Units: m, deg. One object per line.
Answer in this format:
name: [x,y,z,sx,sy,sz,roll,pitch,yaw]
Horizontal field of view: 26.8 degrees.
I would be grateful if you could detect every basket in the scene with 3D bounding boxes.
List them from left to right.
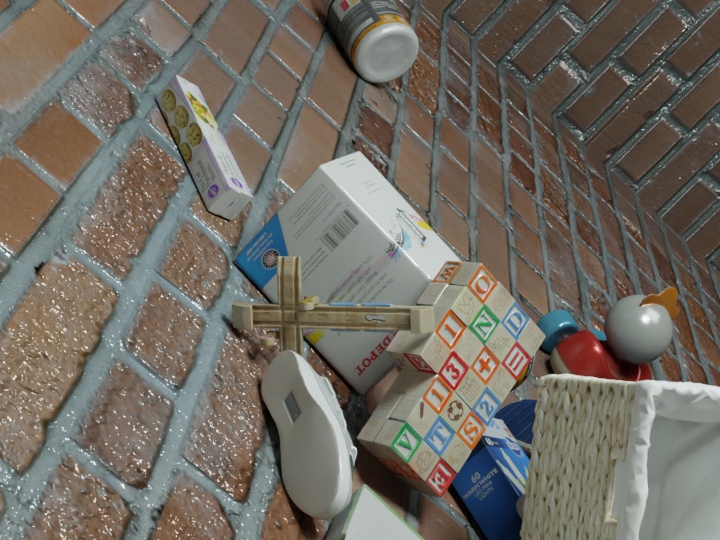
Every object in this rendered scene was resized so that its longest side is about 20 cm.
basket: [0.273,0.200,1.401,0.198,0.201,0.160,9,-2,-33]

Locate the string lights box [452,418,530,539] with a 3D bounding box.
string lights box: [0.161,0.247,1.576,0.102,0.059,0.201,19,33,-58]

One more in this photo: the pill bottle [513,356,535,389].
pill bottle: [0.139,0.099,1.759,0.109,0.109,0.200,49,20,11]

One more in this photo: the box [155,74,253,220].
box: [-0.177,-0.140,1.695,0.039,0.041,0.201,24,30,-45]

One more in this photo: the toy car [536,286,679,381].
toy car: [0.380,0.105,2.109,0.176,0.200,0.185,26,26,-42]

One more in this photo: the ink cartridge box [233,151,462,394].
ink cartridge box: [0.000,0.000,1.614,0.200,0.147,0.145,47,19,4]

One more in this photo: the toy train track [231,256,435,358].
toy train track: [-0.029,0.047,1.440,0.033,0.197,0.116,-47,137,-74]

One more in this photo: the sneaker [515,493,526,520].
sneaker: [0.249,0.222,1.524,0.198,0.082,0.075,2,31,-40]

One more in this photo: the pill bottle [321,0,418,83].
pill bottle: [0.010,-0.416,2.530,0.116,0.116,0.201,25,28,-45]

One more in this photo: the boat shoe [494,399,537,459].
boat shoe: [0.227,0.213,1.731,0.199,0.072,0.073,28,-35,51]

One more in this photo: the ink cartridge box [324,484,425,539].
ink cartridge box: [0.027,0.277,1.257,0.145,0.048,0.200,44,19,-4]

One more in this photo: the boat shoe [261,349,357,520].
boat shoe: [-0.037,0.154,1.362,0.068,0.072,0.200,31,15,-33]

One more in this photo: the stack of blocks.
stack of blocks: [0.082,0.104,1.480,0.115,0.201,0.058,45,-22,-28]
